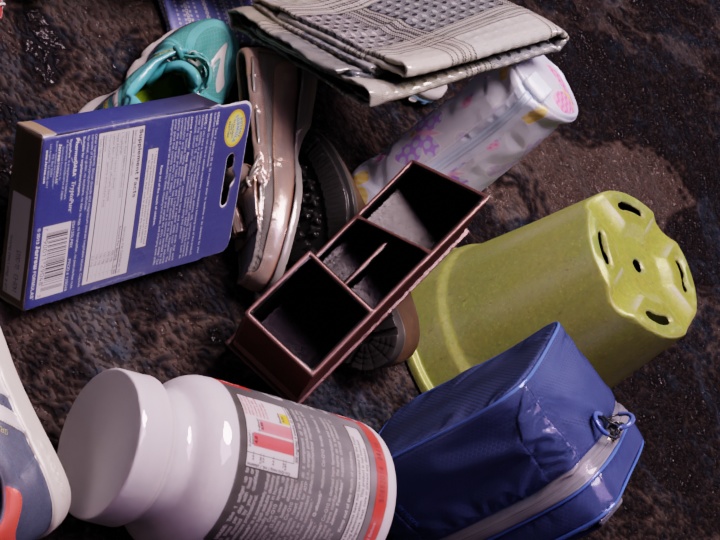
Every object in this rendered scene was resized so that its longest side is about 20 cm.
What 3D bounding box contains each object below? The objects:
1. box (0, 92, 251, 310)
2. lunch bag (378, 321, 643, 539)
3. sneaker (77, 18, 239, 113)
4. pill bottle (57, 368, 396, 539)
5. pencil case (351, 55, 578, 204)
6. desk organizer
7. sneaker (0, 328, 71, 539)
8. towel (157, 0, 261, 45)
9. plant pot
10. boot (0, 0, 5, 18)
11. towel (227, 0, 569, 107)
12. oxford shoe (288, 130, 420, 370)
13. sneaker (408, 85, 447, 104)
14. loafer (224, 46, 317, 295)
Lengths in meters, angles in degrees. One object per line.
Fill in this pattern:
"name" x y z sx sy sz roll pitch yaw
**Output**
"box" -0.156 -0.052 1.074 0.032 0.121 0.200 25 26 32
"lunch bag" 0.111 0.141 1.149 0.132 0.200 0.136 55 33 -7
"sneaker" -0.135 -0.134 1.176 0.078 0.080 0.200 47 38 -12
"pill bottle" -0.084 0.132 1.013 0.200 0.116 0.116 21 50 -37
"pencil case" 0.082 -0.102 1.292 0.083 0.200 0.091 57 28 10
"desk organizer" 0.000 0.000 1.147 0.072 0.077 0.200 43 68 5
"sneaker" -0.246 0.075 0.913 0.200 0.075 0.085 59 34 2
"towel" -0.106 -0.253 1.343 0.200 0.024 0.145 -4 69 -46
"plant pot" 0.164 0.033 1.294 0.200 0.184 0.201 27 47 -33
"boot" -0.251 -0.235 1.103 0.200 0.072 0.144 -28 86 -27
"towel" 0.026 -0.193 1.224 0.200 0.035 0.193 -22 39 -32
"oxford shoe" -0.010 -0.015 1.246 0.084 0.073 0.200 2 66 -62
"sneaker" 0.031 -0.237 1.405 0.200 0.087 0.075 52 27 -25
"loafer" -0.080 -0.078 1.201 0.063 0.072 0.200 18 64 -21
